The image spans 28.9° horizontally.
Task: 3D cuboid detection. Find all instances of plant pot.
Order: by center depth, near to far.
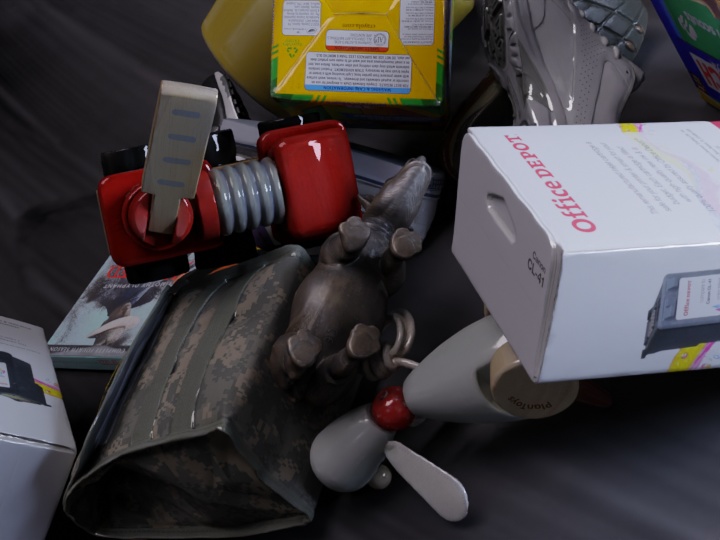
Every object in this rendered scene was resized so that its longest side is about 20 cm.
[{"bbox_3d":[-0.033,-0.240,1.230,0.189,0.201,0.201,-43,30,18],"label":"plant pot"}]

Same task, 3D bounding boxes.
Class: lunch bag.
[{"bbox_3d":[-0.110,0.091,0.949,0.199,0.118,0.164,-18,35,37],"label":"lunch bag"}]

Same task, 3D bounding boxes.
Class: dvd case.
[{"bbox_3d":[-0.176,0.004,1.205,0.146,0.022,0.200,-1,48,42],"label":"dvd case"}]

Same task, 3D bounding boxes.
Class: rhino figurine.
[{"bbox_3d":[0.000,0.000,0.878,0.200,0.060,0.088,-64,4,-31],"label":"rhino figurine"}]

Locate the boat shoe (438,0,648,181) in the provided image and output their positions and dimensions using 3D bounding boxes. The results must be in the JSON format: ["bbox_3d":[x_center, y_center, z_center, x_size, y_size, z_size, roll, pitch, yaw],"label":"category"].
[{"bbox_3d":[0.129,-0.143,1.051,0.200,0.076,0.074,-44,19,-12],"label":"boat shoe"}]

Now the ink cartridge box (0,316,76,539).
[{"bbox_3d":[-0.279,0.137,1.018,0.146,0.083,0.200,-67,26,15],"label":"ink cartridge box"}]

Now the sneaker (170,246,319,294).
[{"bbox_3d":[-0.076,0.008,1.059,0.199,0.070,0.090,-17,39,31],"label":"sneaker"}]

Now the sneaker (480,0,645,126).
[{"bbox_3d":[0.145,-0.145,0.974,0.099,0.201,0.078,-11,-6,-11],"label":"sneaker"}]

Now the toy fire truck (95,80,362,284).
[{"bbox_3d":[-0.084,-0.063,0.917,0.175,0.129,0.200,-12,7,-11],"label":"toy fire truck"}]

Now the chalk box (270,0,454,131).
[{"bbox_3d":[0.008,-0.172,1.056,0.124,0.124,0.200,2,-2,7],"label":"chalk box"}]

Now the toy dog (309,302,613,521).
[{"bbox_3d":[0.069,0.082,0.837,0.200,0.096,0.132,-23,35,47],"label":"toy dog"}]

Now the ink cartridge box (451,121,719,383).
[{"bbox_3d":[0.166,-0.017,0.759,0.199,0.086,0.148,-4,31,-14],"label":"ink cartridge box"}]

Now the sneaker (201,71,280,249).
[{"bbox_3d":[-0.127,-0.090,1.180,0.087,0.076,0.200,-22,48,3],"label":"sneaker"}]

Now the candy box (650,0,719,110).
[{"bbox_3d":[0.242,-0.171,0.860,0.077,0.200,0.169,-38,31,1],"label":"candy box"}]

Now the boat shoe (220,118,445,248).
[{"bbox_3d":[-0.030,-0.060,1.078,0.201,0.075,0.086,18,103,26],"label":"boat shoe"}]
